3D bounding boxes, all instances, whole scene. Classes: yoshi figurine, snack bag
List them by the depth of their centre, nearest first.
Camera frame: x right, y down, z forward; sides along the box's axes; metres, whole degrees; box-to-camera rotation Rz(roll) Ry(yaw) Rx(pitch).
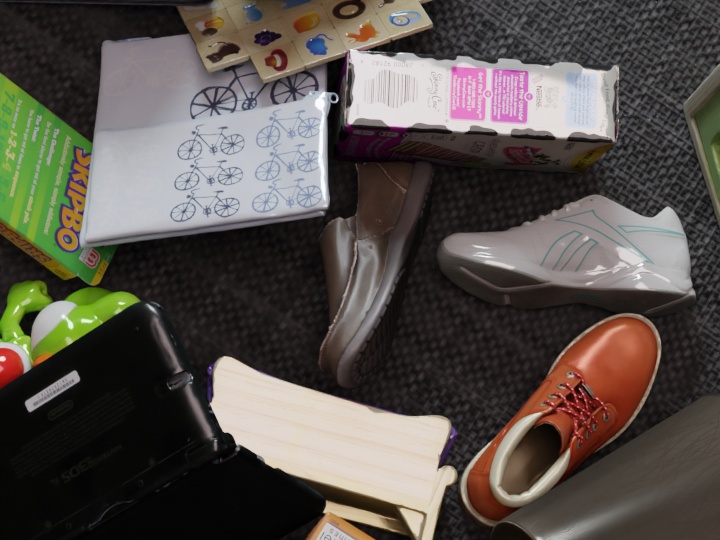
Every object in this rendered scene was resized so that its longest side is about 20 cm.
[{"bbox_3d":[-0.243,0.067,1.583,0.199,0.113,0.112,-20,43,5],"label":"yoshi figurine"},{"bbox_3d":[-0.109,-0.109,1.583,0.187,0.021,0.201,-7,53,12],"label":"snack bag"}]

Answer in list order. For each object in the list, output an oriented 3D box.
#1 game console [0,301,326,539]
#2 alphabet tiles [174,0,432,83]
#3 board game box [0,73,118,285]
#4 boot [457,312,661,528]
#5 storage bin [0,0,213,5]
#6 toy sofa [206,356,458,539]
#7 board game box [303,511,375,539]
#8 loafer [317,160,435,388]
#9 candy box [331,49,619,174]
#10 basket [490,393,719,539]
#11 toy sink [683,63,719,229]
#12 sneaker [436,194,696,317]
[{"bbox_3d":[-0.157,0.137,1.517,0.199,0.116,0.177,-32,78,24],"label":"game console"},{"bbox_3d":[-0.034,-0.206,1.630,0.199,0.006,0.167,-19,42,-8],"label":"alphabet tiles"},{"bbox_3d":[-0.253,-0.079,1.580,0.200,0.030,0.096,37,61,-22],"label":"board game box"},{"bbox_3d":[0.157,0.106,1.592,0.075,0.107,0.200,41,77,5],"label":"boot"},{"bbox_3d":[-0.209,-0.261,1.594,0.199,0.135,0.094,1,79,9],"label":"storage bin"},{"bbox_3d":[-0.032,0.138,1.580,0.199,0.083,0.098,15,76,-2],"label":"toy sofa"},{"bbox_3d":[0.002,0.310,1.490,0.199,0.200,0.200,32,78,2],"label":"board game box"},{"bbox_3d":[0.000,0.000,1.603,0.071,0.073,0.201,13,52,9],"label":"loafer"},{"bbox_3d":[0.082,-0.115,1.610,0.199,0.136,0.061,2,83,-4],"label":"candy box"},{"bbox_3d":[0.204,0.191,1.527,0.199,0.180,0.137,-22,123,-22],"label":"basket"},{"bbox_3d":[0.327,-0.059,1.625,0.111,0.130,0.201,-15,82,-8],"label":"toy sink"},{"bbox_3d":[0.154,-0.015,1.638,0.199,0.070,0.081,5,70,-10],"label":"sneaker"}]
